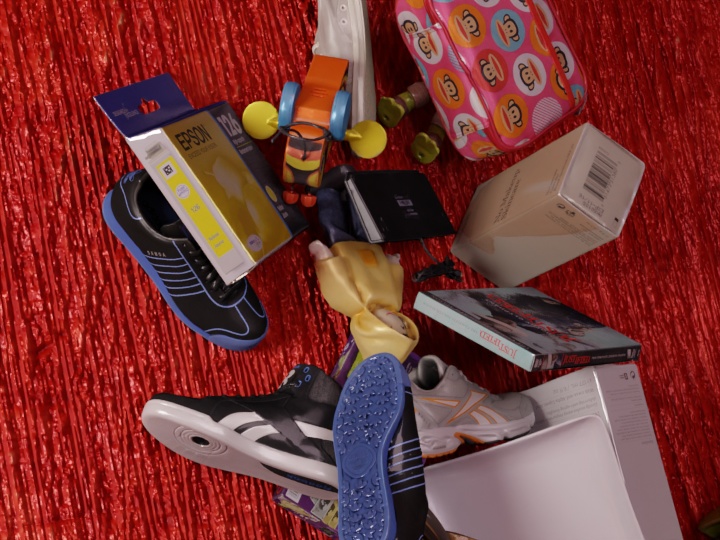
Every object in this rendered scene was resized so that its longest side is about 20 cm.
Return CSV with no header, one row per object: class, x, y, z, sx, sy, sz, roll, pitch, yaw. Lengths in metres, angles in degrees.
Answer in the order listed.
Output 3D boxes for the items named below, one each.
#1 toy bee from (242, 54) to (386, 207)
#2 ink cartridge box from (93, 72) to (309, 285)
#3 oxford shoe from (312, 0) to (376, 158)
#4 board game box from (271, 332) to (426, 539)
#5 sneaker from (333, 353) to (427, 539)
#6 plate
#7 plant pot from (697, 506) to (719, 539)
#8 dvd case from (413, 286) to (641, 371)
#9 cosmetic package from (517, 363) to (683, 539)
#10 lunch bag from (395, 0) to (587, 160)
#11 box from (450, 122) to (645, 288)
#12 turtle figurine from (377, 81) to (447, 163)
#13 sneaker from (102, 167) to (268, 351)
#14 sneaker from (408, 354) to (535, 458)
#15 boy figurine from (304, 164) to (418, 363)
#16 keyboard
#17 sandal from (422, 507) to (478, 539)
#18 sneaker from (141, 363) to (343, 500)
toy bee,-0.055,-0.122,1.647,0.130,0.109,0.200,22,31,22
ink cartridge box,-0.137,-0.097,1.593,0.200,0.047,0.198,57,18,-4
oxford shoe,-0.018,-0.209,1.758,0.057,0.075,0.201,-7,84,6
board game box,0.007,0.161,1.666,0.120,0.032,0.201,33,61,-12
sneaker,0.022,0.175,1.546,0.078,0.070,0.201,47,40,-47
plate,0.165,0.252,1.650,0.032,0.199,0.201,-42,112,-77
plant pot,0.449,0.324,1.771,0.199,0.199,0.182,27,56,-19
dvd case,0.165,0.055,1.698,0.200,0.146,0.022,-2,115,-51
cosmetic package,0.233,0.202,1.724,0.081,0.113,0.201,1,71,-48
lunch bag,0.141,-0.226,1.762,0.176,0.082,0.201,-34,103,-34
box,0.182,-0.059,1.734,0.078,0.200,0.095,33,60,-16
turtle figurine,0.088,-0.197,1.807,0.161,0.064,0.200,-44,106,-28
sneaker,-0.151,-0.010,1.601,0.200,0.078,0.070,45,58,-9
sneaker,0.092,0.122,1.662,0.199,0.075,0.092,-7,88,-47
boy figurine,0.000,0.000,1.666,0.124,0.064,0.201,16,50,-46
keyboard,0.048,-0.040,1.698,0.127,0.021,0.200,63,23,8
sandal,0.092,0.260,1.614,0.054,0.082,0.200,-31,79,-11
sneaker,-0.093,0.126,1.591,0.199,0.073,0.112,22,59,-12
